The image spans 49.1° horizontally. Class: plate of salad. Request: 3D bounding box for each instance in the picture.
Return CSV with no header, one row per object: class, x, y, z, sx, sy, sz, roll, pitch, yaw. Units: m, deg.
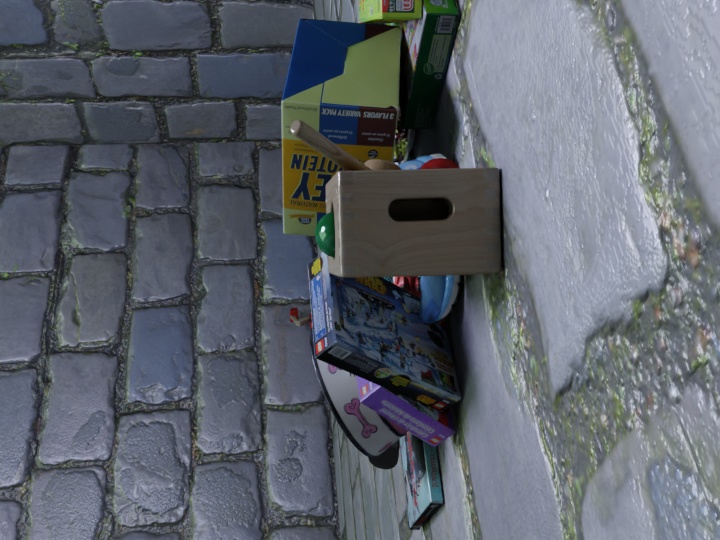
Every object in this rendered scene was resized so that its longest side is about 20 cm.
plate of salad,0.051,-0.251,1.196,0.200,0.048,0.201,178,90,-83

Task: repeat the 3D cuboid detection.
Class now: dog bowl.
dog bowl,0.010,0.150,1.084,0.201,0.074,0.200,59,-167,-23

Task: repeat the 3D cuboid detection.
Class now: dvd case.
dvd case,0.087,0.293,1.169,0.200,0.022,0.147,99,167,-62

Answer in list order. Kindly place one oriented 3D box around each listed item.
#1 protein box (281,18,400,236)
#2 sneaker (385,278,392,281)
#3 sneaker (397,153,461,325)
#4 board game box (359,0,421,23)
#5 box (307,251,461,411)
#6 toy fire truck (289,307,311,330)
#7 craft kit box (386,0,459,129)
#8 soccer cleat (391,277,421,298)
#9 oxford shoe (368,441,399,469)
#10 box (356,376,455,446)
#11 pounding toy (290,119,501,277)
protein box,-0.024,-0.181,1.013,0.199,0.134,0.201,-86,0,-45
sneaker,0.042,0.023,1.164,0.078,0.091,0.201,134,133,-82
sneaker,0.067,-0.034,0.937,0.078,0.089,0.201,-178,83,-83
board game box,0.033,-0.356,0.958,0.200,0.047,0.102,-115,25,-73
box,0.028,0.072,0.927,0.040,0.200,0.137,-39,39,31
toy fire truck,-0.214,0.204,3.198,0.200,0.140,0.049,-112,21,-71
craft kit box,0.074,-0.319,1.001,0.200,0.048,0.198,100,169,-59
soccer cleat,0.069,-0.037,1.035,0.085,0.068,0.201,-86,-4,-72
oxford shoe,0.047,0.236,1.310,0.071,0.071,0.201,-70,-9,-53
box,0.047,0.112,1.012,0.039,0.137,0.200,-40,34,23
pounding toy,0.028,-0.067,0.797,0.184,0.199,0.143,-170,79,-83
